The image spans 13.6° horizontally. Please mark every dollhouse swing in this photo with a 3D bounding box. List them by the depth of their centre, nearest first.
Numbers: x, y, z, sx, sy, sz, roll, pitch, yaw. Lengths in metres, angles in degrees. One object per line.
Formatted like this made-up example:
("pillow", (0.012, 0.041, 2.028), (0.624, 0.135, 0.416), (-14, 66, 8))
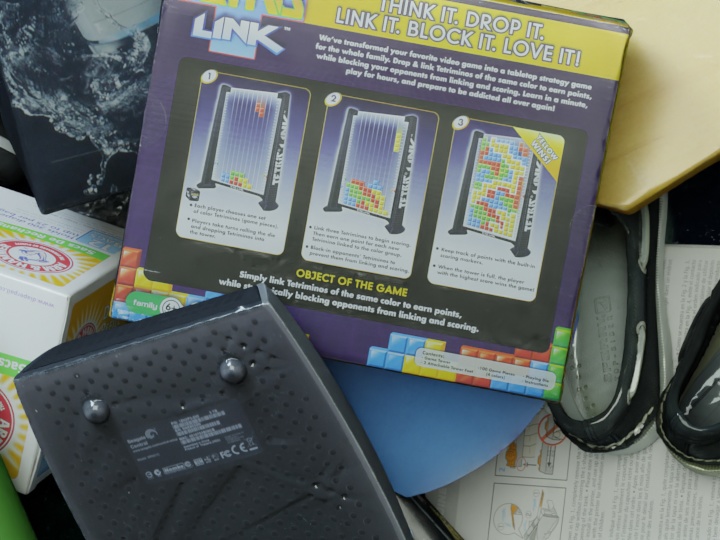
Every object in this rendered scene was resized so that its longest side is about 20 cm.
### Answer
("dollhouse swing", (0.159, -0.132, 1.382), (0.176, 0.182, 0.200), (-36, 77, 22))

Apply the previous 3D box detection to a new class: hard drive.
("hard drive", (-0.050, 0.100, 1.297), (0.134, 0.042, 0.200), (-17, 118, 18))

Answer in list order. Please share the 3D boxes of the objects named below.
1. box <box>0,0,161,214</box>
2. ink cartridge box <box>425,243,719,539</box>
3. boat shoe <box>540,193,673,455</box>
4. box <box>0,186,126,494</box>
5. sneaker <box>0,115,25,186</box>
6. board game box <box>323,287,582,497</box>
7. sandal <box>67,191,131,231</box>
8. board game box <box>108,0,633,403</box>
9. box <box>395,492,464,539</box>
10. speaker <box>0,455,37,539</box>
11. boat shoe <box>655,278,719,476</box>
("box", (-0.083, -0.156, 1.364), (0.196, 0.117, 0.201), (-16, 112, -8))
("ink cartridge box", (0.133, 0.068, 1.414), (0.199, 0.050, 0.162), (1, 78, 29))
("boat shoe", (0.104, -0.016, 1.385), (0.075, 0.060, 0.201), (-17, 74, 19))
("box", (-0.213, 0.014, 1.425), (0.199, 0.112, 0.102), (18, 109, 12))
("sneaker", (-0.224, -0.127, 1.491), (0.200, 0.072, 0.083), (42, 87, 15))
("board game box", (0.000, 0.000, 1.355), (0.199, 0.039, 0.158), (28, 93, -6))
("sandal", (-0.090, -0.019, 1.466), (0.076, 0.043, 0.200), (-36, 79, 11))
("board game box", (0.004, -0.044, 1.291), (0.199, 0.057, 0.166), (11, 97, 1))
("box", (-0.041, 0.176, 1.391), (0.200, 0.046, 0.159), (-43, 89, 1))
("speaker", (-0.202, 0.084, 1.334), (0.088, 0.088, 0.201), (-21, 99, 5))
("boat shoe", (0.202, 0.004, 1.332), (0.199, 0.066, 0.075), (-44, 70, 2))
